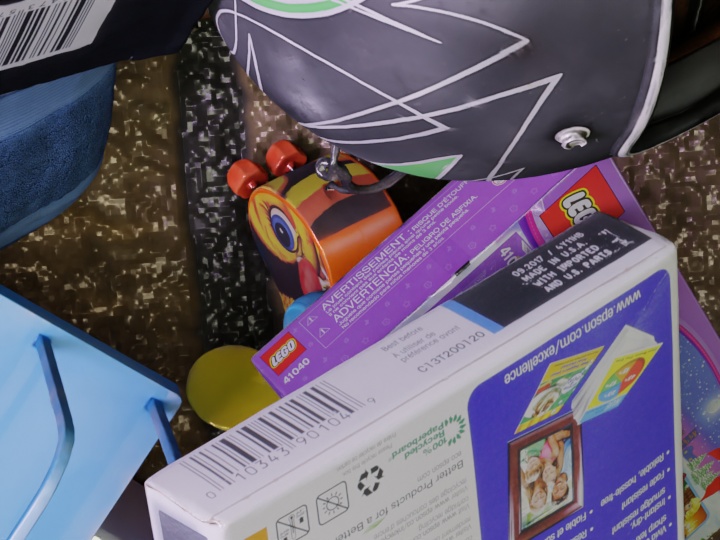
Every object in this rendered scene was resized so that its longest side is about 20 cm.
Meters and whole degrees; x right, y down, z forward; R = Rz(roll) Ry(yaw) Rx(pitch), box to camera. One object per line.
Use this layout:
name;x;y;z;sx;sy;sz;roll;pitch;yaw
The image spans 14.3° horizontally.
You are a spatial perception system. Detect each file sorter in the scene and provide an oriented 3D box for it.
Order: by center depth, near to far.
file sorter;-0.171;0.067;0.932;0.200;0.123;0.139;31;100;-19

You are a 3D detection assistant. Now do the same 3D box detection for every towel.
towel;-0.129;-0.073;0.970;0.112;0.200;0.049;-30;62;-25

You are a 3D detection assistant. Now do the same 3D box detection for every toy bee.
toy bee;0.000;0.000;1.054;0.131;0.109;0.200;-6;120;-35

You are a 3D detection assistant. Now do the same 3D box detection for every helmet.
helmet;0.039;-0.118;0.876;0.191;0.200;0.200;-23;109;-43

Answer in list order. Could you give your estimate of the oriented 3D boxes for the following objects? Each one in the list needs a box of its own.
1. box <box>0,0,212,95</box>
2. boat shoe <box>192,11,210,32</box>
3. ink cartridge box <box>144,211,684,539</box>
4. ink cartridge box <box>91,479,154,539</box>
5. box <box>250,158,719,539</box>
box;-0.141;-0.151;0.830;0.148;0.104;0.200;-17;75;-25
boat shoe;-0.077;-0.182;1.007;0.068;0.072;0.200;-21;104;2
ink cartridge box;0.029;0.107;0.964;0.198;0.043;0.200;-30;130;-30
ink cartridge box;-0.106;0.158;1.077;0.200;0.084;0.145;33;99;-11
box;0.064;0.051;1.030;0.137;0.039;0.200;-41;134;-6
